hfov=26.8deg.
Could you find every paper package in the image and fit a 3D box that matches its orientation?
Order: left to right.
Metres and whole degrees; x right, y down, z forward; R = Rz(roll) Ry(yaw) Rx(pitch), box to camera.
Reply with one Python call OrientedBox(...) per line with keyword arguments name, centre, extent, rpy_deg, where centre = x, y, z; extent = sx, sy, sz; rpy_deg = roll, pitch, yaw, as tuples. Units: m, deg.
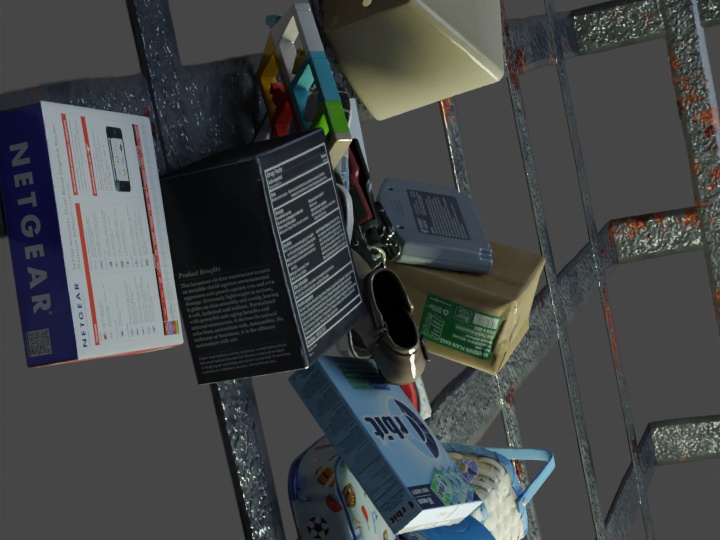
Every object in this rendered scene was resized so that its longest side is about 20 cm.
OrientedBox(name="paper package", centre=(0.109, 0.026, 1.866), extent=(0.191, 0.198, 0.105), rpy_deg=(-43, 148, -64))

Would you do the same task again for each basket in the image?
OrientedBox(name="basket", centre=(0.136, 0.277, 1.892), extent=(0.200, 0.174, 0.141), rpy_deg=(-42, 124, -56))

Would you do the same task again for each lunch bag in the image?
OrientedBox(name="lunch bag", centre=(-0.010, 0.281, 1.635), extent=(0.160, 0.075, 0.203), rpy_deg=(-32, 110, -71))

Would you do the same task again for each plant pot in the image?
OrientedBox(name="plant pot", centre=(0.054, -0.343, 1.947), extent=(0.177, 0.198, 0.202), rpy_deg=(32, 50, -50))

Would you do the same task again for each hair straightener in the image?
OrientedBox(name="hair straightener", centre=(0.013, -0.083, 1.736), extent=(0.077, 0.041, 0.201), rpy_deg=(33, 22, -46))

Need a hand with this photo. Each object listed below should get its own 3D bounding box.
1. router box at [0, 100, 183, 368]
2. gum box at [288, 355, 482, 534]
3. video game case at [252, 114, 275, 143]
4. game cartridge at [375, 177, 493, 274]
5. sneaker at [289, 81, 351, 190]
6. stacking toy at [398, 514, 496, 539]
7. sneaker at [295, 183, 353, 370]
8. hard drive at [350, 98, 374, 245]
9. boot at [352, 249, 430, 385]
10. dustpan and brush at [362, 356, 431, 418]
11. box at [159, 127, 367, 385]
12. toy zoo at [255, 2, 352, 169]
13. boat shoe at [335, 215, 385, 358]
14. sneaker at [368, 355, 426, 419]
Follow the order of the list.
OrientedBox(name="router box", centre=(-0.218, -0.030, 1.232), extent=(0.179, 0.048, 0.203), rpy_deg=(-2, 83, -70))
OrientedBox(name="gum box", centre=(0.029, 0.182, 1.611), extent=(0.201, 0.044, 0.169), rpy_deg=(55, 17, 20))
OrientedBox(name="video game case", centre=(-0.074, -0.069, 1.697), extent=(0.144, 0.018, 0.202), rpy_deg=(-71, 146, -54))
OrientedBox(name="game cartridge", centre=(0.083, -0.056, 1.858), extent=(0.201, 0.131, 0.042), rpy_deg=(-101, -163, -64))
OrientedBox(name="sneaker", centre=(-0.047, -0.116, 1.691), extent=(0.087, 0.077, 0.202), rpy_deg=(80, 12, -65))
OrientedBox(name="stacking toy", centre=(0.068, 0.378, 1.751), extent=(0.109, 0.115, 0.202), rpy_deg=(-3, 113, -52))
OrientedBox(name="sneaker", centre=(-0.049, 0.001, 1.608), extent=(0.085, 0.072, 0.202), rpy_deg=(-26, 133, -73))
OrientedBox(name="hard drive", centre=(-0.018, -0.108, 1.860), extent=(0.132, 0.026, 0.203), rpy_deg=(-23, 104, -70))
OrientedBox(name="boot", centre=(0.015, 0.032, 1.622), extent=(0.201, 0.070, 0.147), rpy_deg=(60, -14, 17))
OrientedBox(name="dustpan and brush", centre=(0.023, 0.122, 1.844), extent=(0.200, 0.057, 0.141), rpy_deg=(18, 52, -75))
OrientedBox(name="box", centre=(-0.094, -0.019, 1.461), extent=(0.200, 0.122, 0.201), rpy_deg=(-36, 115, -69))
OrientedBox(name="toy zoo", centre=(-0.066, -0.187, 1.600), extent=(0.131, 0.020, 0.202), rpy_deg=(-54, -132, 53))
OrientedBox(name="boat shoe", centre=(0.000, 0.000, 1.750), extent=(0.071, 0.063, 0.203), rpy_deg=(17, 65, -69))
OrientedBox(name="sneaker", centre=(0.025, 0.193, 1.741), extent=(0.085, 0.076, 0.203), rpy_deg=(-12, 104, -59))
